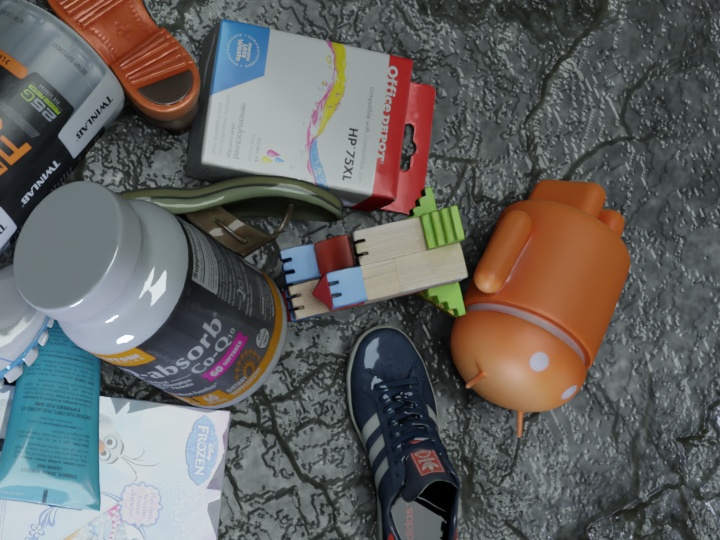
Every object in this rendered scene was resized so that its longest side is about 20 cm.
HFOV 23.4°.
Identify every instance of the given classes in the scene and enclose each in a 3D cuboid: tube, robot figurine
[{"bbox_3d":[-0.218,0.074,1.261,0.077,0.050,0.202,7,62,-11],"label":"tube"},{"bbox_3d":[0.142,0.026,1.369,0.116,0.144,0.201,24,68,4],"label":"robot figurine"}]

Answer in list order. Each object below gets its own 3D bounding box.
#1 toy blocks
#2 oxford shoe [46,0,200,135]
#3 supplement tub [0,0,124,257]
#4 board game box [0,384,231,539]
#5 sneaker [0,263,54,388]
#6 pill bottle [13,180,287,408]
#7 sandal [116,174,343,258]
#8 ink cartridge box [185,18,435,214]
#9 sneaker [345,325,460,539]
[{"bbox_3d":[0.000,0.000,1.306,0.136,0.200,0.101,-13,88,-6],"label":"toy blocks"},{"bbox_3d":[-0.191,-0.185,1.329,0.071,0.073,0.201,-29,74,-12],"label":"oxford shoe"},{"bbox_3d":[-0.275,-0.088,1.259,0.122,0.122,0.201,39,75,-9],"label":"supplement tub"},{"bbox_3d":[-0.205,0.193,1.289,0.197,0.043,0.202,8,81,-15],"label":"board game box"},{"bbox_3d":[-0.303,0.057,1.222,0.200,0.087,0.075,-40,57,-3],"label":"sneaker"},{"bbox_3d":[-0.148,0.018,1.240,0.200,0.116,0.117,34,71,-52],"label":"pill bottle"},{"bbox_3d":[-0.112,-0.035,1.328,0.199,0.080,0.058,-5,80,-8],"label":"sandal"},{"bbox_3d":[-0.029,-0.116,1.365,0.198,0.067,0.117,9,81,-16],"label":"ink cartridge box"},{"bbox_3d":[0.041,0.140,1.348,0.074,0.084,0.202,-11,87,-17],"label":"sneaker"}]
